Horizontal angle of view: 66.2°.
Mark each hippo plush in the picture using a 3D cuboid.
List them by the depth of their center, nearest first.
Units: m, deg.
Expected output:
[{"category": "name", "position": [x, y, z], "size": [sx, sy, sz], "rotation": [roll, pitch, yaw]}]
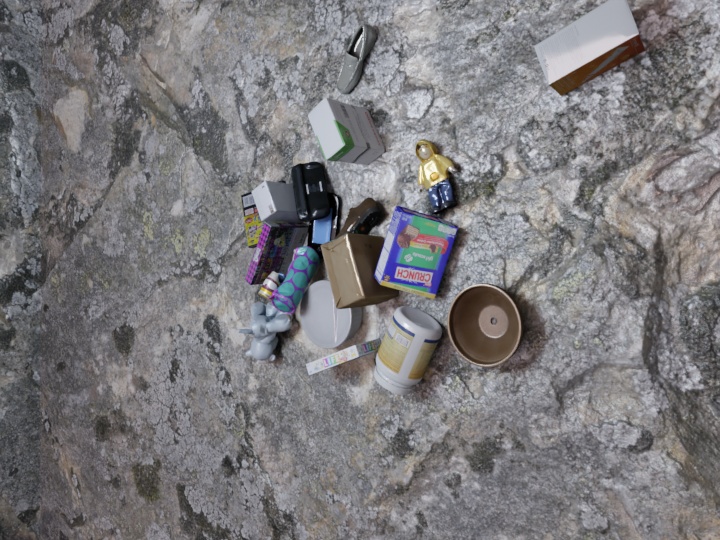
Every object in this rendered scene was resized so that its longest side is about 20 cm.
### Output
[{"category": "hippo plush", "position": [-0.298, 0.216, 1.806], "size": [0.153, 0.202, 0.166], "rotation": [4, 118, 3]}]

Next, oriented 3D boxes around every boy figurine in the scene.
[{"category": "boy figurine", "position": [0.202, -0.260, 1.480], "size": [0.122, 0.064, 0.207], "rotation": [-18, 85, 36]}]

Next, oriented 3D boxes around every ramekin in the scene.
[{"category": "ramekin", "position": [-0.082, 0.130, 1.678], "size": [0.197, 0.093, 0.210], "rotation": [2, 93, 35]}]

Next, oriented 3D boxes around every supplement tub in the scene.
[{"category": "supplement tub", "position": [0.125, 0.219, 1.509], "size": [0.143, 0.143, 0.205], "rotation": [32, 109, 28]}]

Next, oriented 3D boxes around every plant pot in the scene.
[{"category": "plant pot", "position": [0.325, 0.133, 1.398], "size": [0.196, 0.092, 0.209], "rotation": [3, 95, 35]}]

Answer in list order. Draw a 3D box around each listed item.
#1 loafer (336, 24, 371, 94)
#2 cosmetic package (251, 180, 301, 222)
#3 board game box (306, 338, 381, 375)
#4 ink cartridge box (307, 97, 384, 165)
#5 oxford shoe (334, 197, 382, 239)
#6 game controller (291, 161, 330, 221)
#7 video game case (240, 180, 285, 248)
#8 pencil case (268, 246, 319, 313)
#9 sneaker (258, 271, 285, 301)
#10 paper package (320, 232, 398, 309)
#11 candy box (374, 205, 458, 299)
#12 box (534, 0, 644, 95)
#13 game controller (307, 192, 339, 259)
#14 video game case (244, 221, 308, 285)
[{"category": "loafer", "position": [-0.023, -0.617, 1.610], "size": [0.069, 0.069, 0.204], "rotation": [36, 112, 27]}, {"category": "cosmetic package", "position": [-0.236, -0.208, 1.701], "size": [0.073, 0.198, 0.104], "rotation": [-28, 77, 31]}, {"category": "board game box", "position": [-0.048, 0.256, 1.638], "size": [0.196, 0.133, 0.035], "rotation": [-25, 79, 32]}, {"category": "ink cartridge box", "position": [-0.036, -0.386, 1.556], "size": [0.083, 0.197, 0.150], "rotation": [-30, 76, 34]}, {"category": "oxford shoe", "position": [-0.016, -0.138, 1.642], "size": [0.199, 0.072, 0.086], "rotation": [-41, 54, 27]}, {"category": "game controller", "position": [-0.152, -0.244, 1.683], "size": [0.042, 0.101, 0.206], "rotation": [102, 159, -63]}, {"category": "video game case", "position": [-0.318, -0.187, 1.866], "size": [0.195, 0.025, 0.187], "rotation": [-12, 86, 34]}, {"category": "pencil case", "position": [-0.198, 0.026, 1.676], "size": [0.084, 0.091, 0.204], "rotation": [-29, 32, 51]}, {"category": "sneaker", "position": [-0.254, 0.059, 1.751], "size": [0.073, 0.200, 0.092], "rotation": [28, 86, 10]}, {"category": "paper package", "position": [0.000, 0.000, 1.552], "size": [0.101, 0.198, 0.197], "rotation": [-21, 80, 32]}, {"category": "candy box", "position": [0.145, -0.046, 1.469], "size": [0.077, 0.164, 0.206], "rotation": [-119, 44, -68]}, {"category": "box", "position": [0.506, -0.492, 1.220], "size": [0.196, 0.123, 0.100], "rotation": [-24, 80, 33]}, {"category": "game controller", "position": [-0.115, -0.139, 1.717], "size": [0.102, 0.042, 0.207], "rotation": [10, 99, 34]}, {"category": "video game case", "position": [-0.262, -0.054, 1.738], "size": [0.035, 0.179, 0.205], "rotation": [34, 112, 28]}]
